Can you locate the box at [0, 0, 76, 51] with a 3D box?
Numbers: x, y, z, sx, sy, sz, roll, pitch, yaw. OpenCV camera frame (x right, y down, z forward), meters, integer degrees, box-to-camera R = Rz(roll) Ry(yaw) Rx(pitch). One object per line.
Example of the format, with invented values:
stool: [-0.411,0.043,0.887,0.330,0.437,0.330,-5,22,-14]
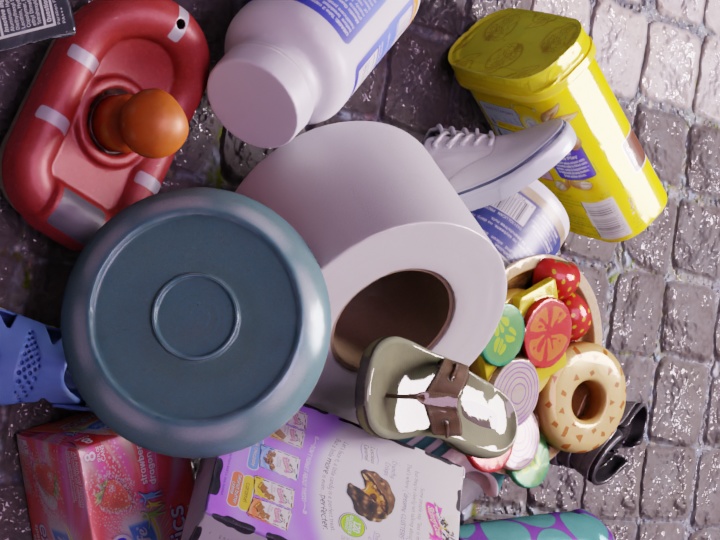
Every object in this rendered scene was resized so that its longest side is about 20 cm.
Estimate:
box: [-0.326,-0.234,1.296,0.198,0.123,0.201,-21,105,-38]

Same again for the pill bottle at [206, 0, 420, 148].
pill bottle: [-0.040,-0.188,1.524,0.200,0.112,0.112,-53,125,-41]

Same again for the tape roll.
tape roll: [0.000,0.000,1.527,0.202,0.139,0.204,-15,135,-16]

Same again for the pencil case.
pencil case: [0.148,0.275,1.769,0.199,0.085,0.093,-2,79,-40]

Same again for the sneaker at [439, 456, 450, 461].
sneaker: [0.043,0.250,1.646,0.087,0.073,0.201,-1,113,-60]

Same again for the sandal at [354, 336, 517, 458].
sandal: [0.067,0.099,1.490,0.200,0.057,0.080,17,73,-45]

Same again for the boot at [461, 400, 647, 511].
boot: [0.164,0.165,1.734,0.200,0.131,0.070,-45,140,-27]

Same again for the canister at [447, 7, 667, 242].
canister: [0.181,-0.129,1.721,0.087,0.148,0.200,-44,122,-17]

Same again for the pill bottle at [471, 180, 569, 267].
pill bottle: [0.091,0.011,1.680,0.111,0.111,0.200,50,64,-31]

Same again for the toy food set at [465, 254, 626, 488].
toy food set: [0.149,0.087,1.640,0.197,0.048,0.201,-28,118,-36]

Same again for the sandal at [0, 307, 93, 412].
sandal: [-0.242,0.068,1.419,0.199,0.087,0.080,3,94,-39]

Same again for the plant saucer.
plant saucer: [-0.120,0.035,1.388,0.199,0.027,0.202,0,80,-2]

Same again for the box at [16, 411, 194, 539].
box: [-0.187,0.213,1.471,0.102,0.094,0.201,-15,103,-38]

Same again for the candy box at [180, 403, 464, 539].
candy box: [-0.026,0.187,1.434,0.199,0.168,0.072,23,122,-8]

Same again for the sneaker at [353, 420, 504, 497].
sneaker: [0.043,0.159,1.652,0.199,0.070,0.094,3,84,-25]

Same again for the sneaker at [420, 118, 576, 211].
sneaker: [0.085,-0.091,1.629,0.071,0.199,0.073,61,15,-20]

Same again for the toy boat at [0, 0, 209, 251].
toy boat: [-0.175,-0.113,1.429,0.130,0.130,0.201,33,73,-37]
